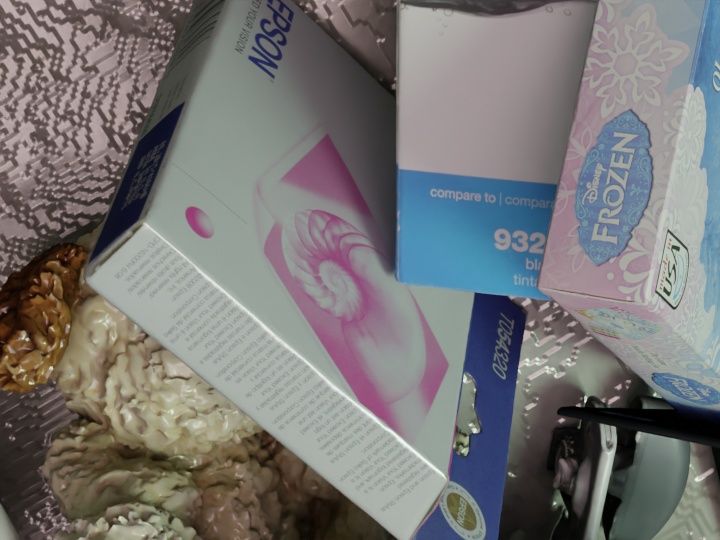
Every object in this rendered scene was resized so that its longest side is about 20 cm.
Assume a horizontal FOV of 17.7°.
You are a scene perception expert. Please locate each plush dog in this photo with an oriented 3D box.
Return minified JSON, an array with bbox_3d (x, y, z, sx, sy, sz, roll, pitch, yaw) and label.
[{"bbox_3d":[-0.068,0.057,0.936,0.199,0.160,0.173,-12,98,-32],"label":"plush dog"}]

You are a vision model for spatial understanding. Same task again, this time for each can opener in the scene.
[{"bbox_3d":[0.102,0.150,1.016,0.066,0.053,0.201,5,110,-8],"label":"can opener"}]

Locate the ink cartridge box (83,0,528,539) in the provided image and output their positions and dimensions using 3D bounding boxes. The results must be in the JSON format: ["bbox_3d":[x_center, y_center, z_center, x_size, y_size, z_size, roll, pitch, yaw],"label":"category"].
[{"bbox_3d":[0.000,0.000,0.874,0.200,0.197,0.043,40,120,-18],"label":"ink cartridge box"}]

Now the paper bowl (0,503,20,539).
[{"bbox_3d":[-0.197,0.130,0.904,0.104,0.200,0.202,-29,114,-30],"label":"paper bowl"}]

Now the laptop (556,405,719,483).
[{"bbox_3d":[0.198,0.121,0.930,0.103,0.176,0.201,-42,128,-37],"label":"laptop"}]

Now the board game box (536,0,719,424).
[{"bbox_3d":[0.131,-0.060,0.838,0.043,0.199,0.201,8,78,25],"label":"board game box"}]

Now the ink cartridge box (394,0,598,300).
[{"bbox_3d":[0.072,-0.106,0.860,0.083,0.145,0.201,7,110,19],"label":"ink cartridge box"}]
